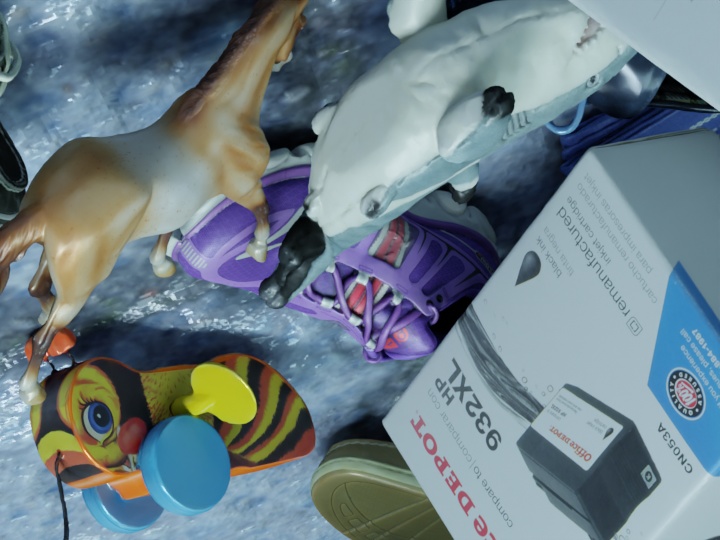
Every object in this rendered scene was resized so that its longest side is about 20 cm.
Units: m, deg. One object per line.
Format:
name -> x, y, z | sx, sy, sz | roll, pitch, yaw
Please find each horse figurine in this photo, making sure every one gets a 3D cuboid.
horse figurine -> -0.093, -0.024, 1.064 | 0.200, 0.050, 0.133 | -31, 151, -33

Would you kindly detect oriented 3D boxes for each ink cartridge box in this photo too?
ink cartridge box -> 0.115, 0.058, 1.165 | 0.083, 0.145, 0.200 | -11, 148, -40

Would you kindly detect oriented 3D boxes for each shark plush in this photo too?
shark plush -> 0.028, -0.040, 1.093 | 0.083, 0.091, 0.200 | 10, 124, -44

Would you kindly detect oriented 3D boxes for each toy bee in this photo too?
toy bee -> -0.107, 0.070, 1.247 | 0.130, 0.109, 0.200 | -20, -177, 25

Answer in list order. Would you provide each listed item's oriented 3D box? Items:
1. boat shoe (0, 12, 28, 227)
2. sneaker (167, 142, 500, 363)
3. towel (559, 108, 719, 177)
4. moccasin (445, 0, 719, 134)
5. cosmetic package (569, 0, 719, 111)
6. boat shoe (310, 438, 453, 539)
boat shoe -> -0.164, -0.076, 1.004 | 0.063, 0.071, 0.200 | -24, 147, 7
sneaker -> 0.000, 0.000, 1.207 | 0.199, 0.084, 0.081 | 11, 136, -41
towel -> 0.190, -0.056, 1.300 | 0.144, 0.024, 0.200 | -31, 149, 12
moccasin -> 0.117, -0.102, 1.131 | 0.199, 0.068, 0.081 | -1, 144, -25
cosmetic package -> 0.206, -0.119, 0.991 | 0.166, 0.200, 0.168 | 20, 106, -47
boat shoe -> 0.051, 0.120, 1.460 | 0.200, 0.063, 0.073 | 17, 145, -36
